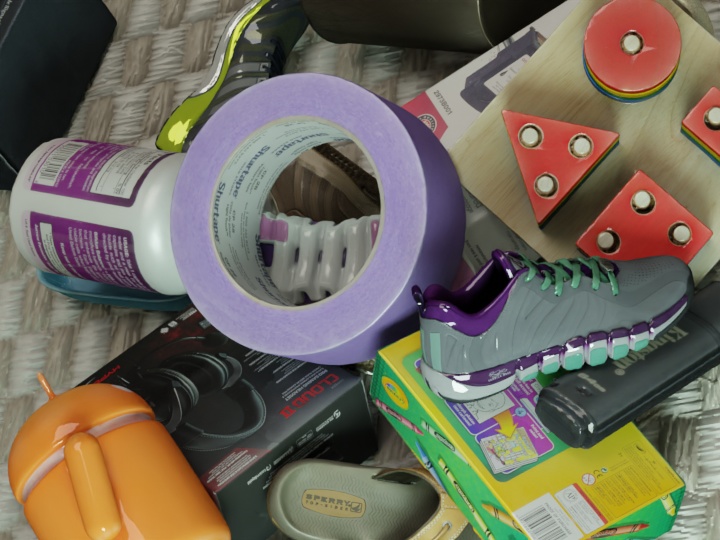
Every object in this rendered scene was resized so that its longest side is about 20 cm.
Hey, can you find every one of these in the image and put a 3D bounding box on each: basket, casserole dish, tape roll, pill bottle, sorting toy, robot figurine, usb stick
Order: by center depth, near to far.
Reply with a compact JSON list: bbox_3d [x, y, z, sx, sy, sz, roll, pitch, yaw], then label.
[{"bbox_3d":[0.200,0.062,1.458,0.200,0.033,0.055,-28,56,-35],"label":"usb stick"},{"bbox_3d":[-0.165,0.161,1.465,0.117,0.144,0.200,-46,68,29],"label":"robot figurine"},{"bbox_3d":[0.192,-0.088,1.525,0.199,0.070,0.200,42,91,8],"label":"sorting toy"},{"bbox_3d":[-0.030,-0.035,1.536,0.199,0.085,0.201,-3,83,22],"label":"tape roll"},{"bbox_3d":[-0.171,-0.041,1.696,0.199,0.112,0.113,10,62,34],"label":"pill bottle"},{"bbox_3d":[0.064,-0.251,1.733,0.200,0.136,0.181,22,108,43],"label":"basket"},{"bbox_3d":[-0.180,-0.019,1.786,0.199,0.039,0.122,6,60,31],"label":"casserole dish"}]

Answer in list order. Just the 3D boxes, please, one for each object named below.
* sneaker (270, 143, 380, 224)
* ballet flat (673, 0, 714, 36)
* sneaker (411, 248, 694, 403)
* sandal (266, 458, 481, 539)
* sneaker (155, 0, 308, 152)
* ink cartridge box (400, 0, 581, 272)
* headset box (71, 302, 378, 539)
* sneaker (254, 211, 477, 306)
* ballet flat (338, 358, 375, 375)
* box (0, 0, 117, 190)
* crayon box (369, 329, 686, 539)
[{"bbox_3d":[-0.018,-0.044,1.710,0.200,0.070,0.076,41,108,40],"label":"sneaker"},{"bbox_3d":[0.213,-0.231,1.710,0.200,0.068,0.062,28,63,39],"label":"ballet flat"},{"bbox_3d":[0.130,0.017,1.421,0.199,0.088,0.074,-21,34,-14],"label":"sneaker"},{"bbox_3d":[0.035,0.161,1.480,0.199,0.055,0.082,10,68,-1],"label":"sandal"},{"bbox_3d":[-0.090,-0.148,1.819,0.081,0.074,0.201,23,77,32],"label":"sneaker"},{"bbox_3d":[0.136,-0.102,1.640,0.199,0.084,0.145,-33,49,3],"label":"ink cartridge box"},{"bbox_3d":[-0.096,0.116,1.585,0.149,0.078,0.200,-36,42,-28],"label":"headset box"},{"bbox_3d":[0.000,0.000,1.615,0.199,0.088,0.081,8,85,21],"label":"sneaker"},{"bbox_3d":[0.034,0.060,1.586,0.199,0.067,0.047,15,95,32],"label":"ballet flat"},{"bbox_3d":[-0.360,-0.187,1.951,0.196,0.124,0.201,3,58,32],"label":"box"},{"bbox_3d":[0.110,0.114,1.455,0.118,0.058,0.200,-24,57,-24],"label":"crayon box"}]
